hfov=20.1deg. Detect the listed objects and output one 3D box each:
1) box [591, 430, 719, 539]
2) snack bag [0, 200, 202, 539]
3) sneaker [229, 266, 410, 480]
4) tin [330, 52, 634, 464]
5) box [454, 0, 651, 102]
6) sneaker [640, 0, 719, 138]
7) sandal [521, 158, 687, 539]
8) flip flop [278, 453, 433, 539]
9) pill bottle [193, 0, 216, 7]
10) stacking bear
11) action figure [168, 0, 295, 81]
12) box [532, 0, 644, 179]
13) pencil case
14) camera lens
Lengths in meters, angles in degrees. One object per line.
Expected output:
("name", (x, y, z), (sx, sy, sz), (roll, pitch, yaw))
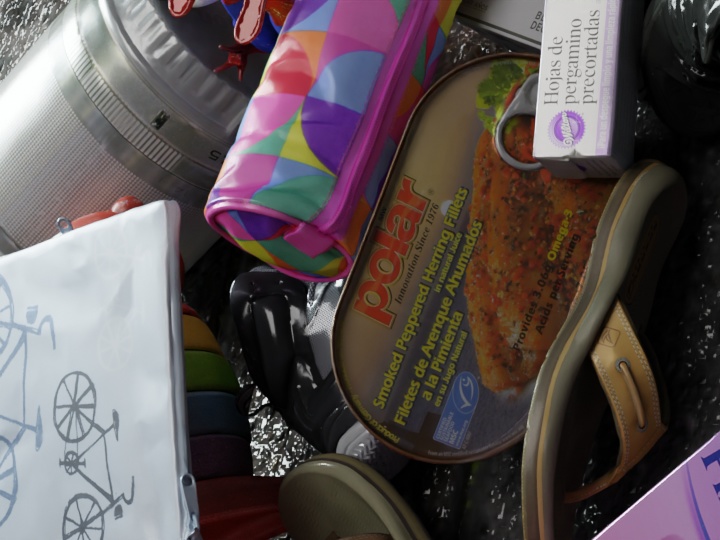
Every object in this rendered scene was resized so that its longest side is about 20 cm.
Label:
("box", (0.133, 0.194, 0.780), (0.200, 0.097, 0.176), (-44, 41, 27))
("snack bag", (-0.151, 0.067, 1.049), (0.200, 0.021, 0.189), (-18, 70, 41))
("sneaker", (0.000, 0.000, 1.040), (0.114, 0.075, 0.201), (22, 92, 26))
("tin", (0.056, -0.005, 0.961), (0.042, 0.112, 0.200), (113, 179, -81))
("box", (0.133, -0.197, 1.022), (0.117, 0.060, 0.200), (29, 95, 54))
("sneaker", (0.161, -0.105, 0.857), (0.200, 0.060, 0.104), (101, 175, -47))
("sandal", (0.118, 0.046, 0.912), (0.054, 0.080, 0.200), (17, 76, 21))
("flip flop", (0.009, 0.156, 0.969), (0.200, 0.057, 0.081), (43, 149, 48))
("pill bottle", (-0.031, -0.231, 1.123), (0.114, 0.200, 0.114), (41, 146, 36))
("stacking bear", (-0.118, 0.060, 1.111), (0.121, 0.114, 0.200), (-35, 64, 36))
("action figure", (-0.037, -0.121, 1.100), (0.065, 0.200, 0.052), (19, 92, 23))
("box", (0.110, -0.144, 0.942), (0.039, 0.041, 0.201), (1, 80, 24))
("pencil case", (-0.006, -0.095, 1.003), (0.088, 0.088, 0.200), (1, 65, 52))
("camera lens", (-0.134, -0.083, 1.213), (0.200, 0.160, 0.160), (-44, 42, 28))
